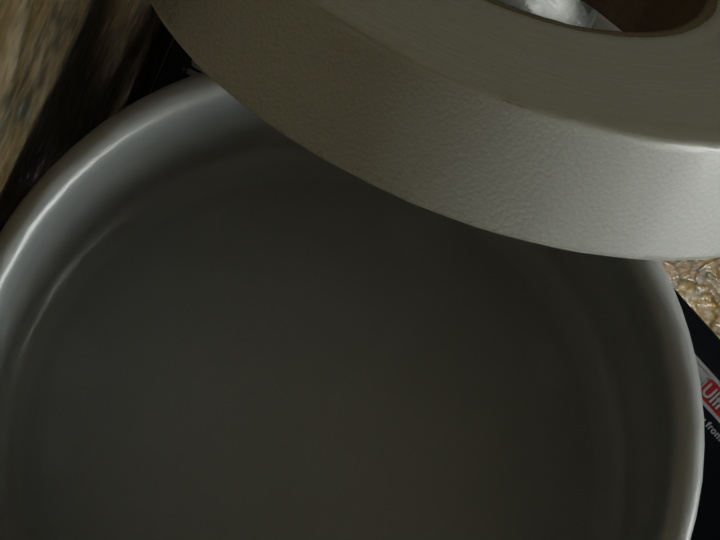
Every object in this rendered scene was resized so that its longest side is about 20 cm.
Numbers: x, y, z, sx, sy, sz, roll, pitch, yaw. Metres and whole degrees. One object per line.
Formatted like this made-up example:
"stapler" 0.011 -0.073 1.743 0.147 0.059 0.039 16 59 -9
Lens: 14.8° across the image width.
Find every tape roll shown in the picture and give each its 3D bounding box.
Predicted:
"tape roll" 0.039 -0.076 0.735 0.203 0.202 0.037 -62 174 -59

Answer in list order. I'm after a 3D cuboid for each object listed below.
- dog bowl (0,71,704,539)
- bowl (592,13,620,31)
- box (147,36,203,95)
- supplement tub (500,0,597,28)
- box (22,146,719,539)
"dog bowl" -0.011 0.047 0.753 0.079 0.199 0.201 112 2 -78
"bowl" 0.043 -0.069 1.367 0.074 0.200 0.201 3 121 -40
"box" -0.062 0.002 0.957 0.200 0.048 0.159 17 97 -87
"supplement tub" 0.052 -0.160 1.066 0.123 0.122 0.201 99 15 -78
"box" 0.018 0.043 0.822 0.159 0.200 0.046 -40 175 -10
